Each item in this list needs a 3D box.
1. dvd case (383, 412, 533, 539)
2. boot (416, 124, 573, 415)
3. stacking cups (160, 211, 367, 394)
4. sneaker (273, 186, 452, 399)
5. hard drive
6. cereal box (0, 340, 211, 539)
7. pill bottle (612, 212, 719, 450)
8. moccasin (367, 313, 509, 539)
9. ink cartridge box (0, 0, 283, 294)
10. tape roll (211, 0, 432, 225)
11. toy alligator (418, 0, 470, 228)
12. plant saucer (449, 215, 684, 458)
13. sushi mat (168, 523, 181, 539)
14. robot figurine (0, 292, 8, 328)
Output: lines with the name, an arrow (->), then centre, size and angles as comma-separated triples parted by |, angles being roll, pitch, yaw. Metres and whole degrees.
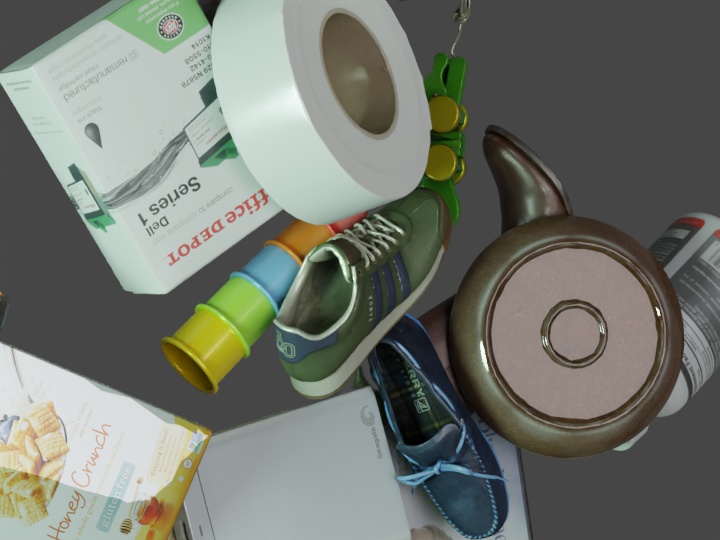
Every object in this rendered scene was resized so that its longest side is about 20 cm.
dvd case -> 0.054, 0.195, 1.675 | 0.199, 0.018, 0.144 | -13, 97, -29
boot -> 0.095, 0.004, 1.672 | 0.200, 0.064, 0.187 | -37, 98, -14
stacking cups -> -0.068, 0.010, 1.575 | 0.200, 0.060, 0.061 | -45, 111, -20
sneaker -> 0.000, 0.000, 1.561 | 0.201, 0.067, 0.090 | -54, 146, -18
hard drive -> -0.057, 0.179, 1.568 | 0.199, 0.027, 0.133 | -15, 91, -37
cereal box -> -0.224, 0.143, 1.441 | 0.199, 0.039, 0.145 | 24, 86, -24
pill bottle -> 0.260, 0.053, 1.731 | 0.200, 0.116, 0.116 | -44, 111, -20
moccasin -> 0.051, 0.134, 1.614 | 0.080, 0.068, 0.201 | -30, 95, 20
ink cartridge box -> -0.156, -0.101, 1.509 | 0.146, 0.084, 0.201 | -37, 108, -23
tape roll -> -0.027, -0.140, 1.533 | 0.202, 0.071, 0.203 | 36, 44, -45
toy alligator -> 0.060, -0.135, 1.650 | 0.054, 0.059, 0.201 | 3, 90, 11
plant saucer -> 0.173, 0.054, 1.635 | 0.199, 0.034, 0.202 | 1, 86, -8
sushi mat -> -0.168, 0.208, 1.510 | 0.095, 0.012, 0.201 | 31, 66, -22
robot figurine -> -0.341, 0.046, 1.425 | 0.200, 0.058, 0.145 | -46, 114, -20
